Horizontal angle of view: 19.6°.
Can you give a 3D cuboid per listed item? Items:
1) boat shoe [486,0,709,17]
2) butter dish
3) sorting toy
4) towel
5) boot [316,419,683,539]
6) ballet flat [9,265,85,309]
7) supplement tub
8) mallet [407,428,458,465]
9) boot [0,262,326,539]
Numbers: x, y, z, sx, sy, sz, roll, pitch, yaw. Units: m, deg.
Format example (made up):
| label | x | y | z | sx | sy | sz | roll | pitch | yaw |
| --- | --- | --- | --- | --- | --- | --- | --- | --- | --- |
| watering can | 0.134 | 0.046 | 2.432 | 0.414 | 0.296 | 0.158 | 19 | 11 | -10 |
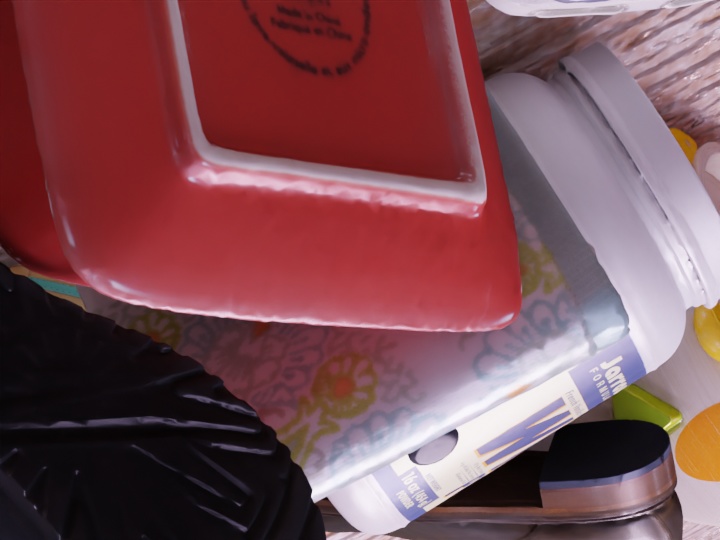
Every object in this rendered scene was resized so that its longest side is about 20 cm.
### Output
| label | x | y | z | sx | sy | sz | roll | pitch | yaw |
| --- | --- | --- | --- | --- | --- | --- | --- | --- | --- |
| boat shoe | 0.133 | -0.140 | 0.849 | 0.199 | 0.072 | 0.070 | -20 | 178 | -29 |
| butter dish | -0.064 | -0.064 | 0.676 | 0.199 | 0.201 | 0.147 | 4 | 160 | -46 |
| sorting toy | 0.118 | 0.042 | 1.026 | 0.179 | 0.201 | 0.107 | -30 | 136 | 24 |
| towel | -0.018 | -0.011 | 0.759 | 0.170 | 0.201 | 0.048 | -29 | 140 | 0 |
| boot | 0.057 | 0.130 | 0.977 | 0.198 | 0.098 | 0.075 | -5 | -156 | 27 |
| ballet flat | -0.169 | 0.068 | 0.899 | 0.063 | 0.069 | 0.200 | 22 | 124 | -23 |
| supplement tub | 0.050 | 0.006 | 0.905 | 0.199 | 0.146 | 0.145 | -32 | 153 | 3 |
| mallet | 0.000 | 0.000 | 0.800 | 0.066 | 0.200 | 0.041 | -31 | 133 | -10 |
| boot | -0.122 | 0.069 | 0.667 | 0.168 | 0.199 | 0.077 | -41 | -163 | 56 |
